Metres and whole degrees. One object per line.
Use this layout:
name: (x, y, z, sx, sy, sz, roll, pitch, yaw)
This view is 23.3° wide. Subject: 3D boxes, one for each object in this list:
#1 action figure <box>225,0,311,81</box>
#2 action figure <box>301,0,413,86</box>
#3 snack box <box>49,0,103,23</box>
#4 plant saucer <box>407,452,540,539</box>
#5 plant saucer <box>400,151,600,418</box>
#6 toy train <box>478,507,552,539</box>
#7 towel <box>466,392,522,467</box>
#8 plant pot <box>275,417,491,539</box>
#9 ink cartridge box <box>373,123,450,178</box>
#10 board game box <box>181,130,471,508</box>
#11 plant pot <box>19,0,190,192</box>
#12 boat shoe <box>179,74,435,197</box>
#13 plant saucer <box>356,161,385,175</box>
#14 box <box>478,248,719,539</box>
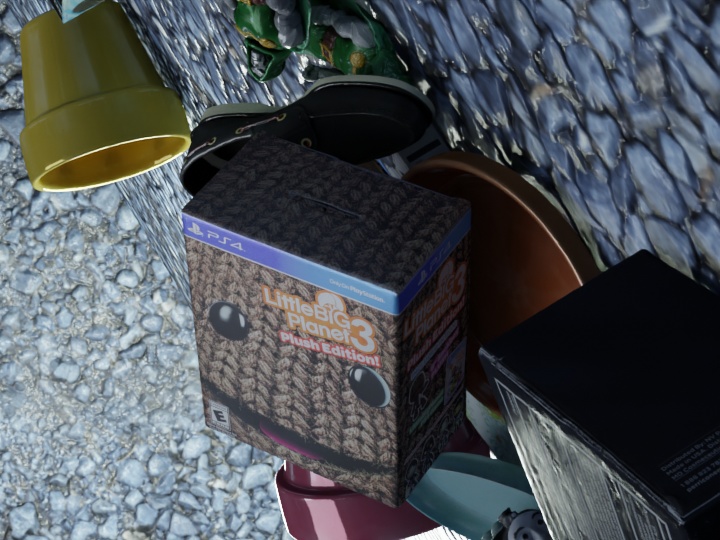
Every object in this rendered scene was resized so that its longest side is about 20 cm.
action figure: (-0.070, -0.208, 1.141, 0.118, 0.055, 0.200, 31, 145, 35)
action figure: (-0.025, -0.170, 1.233, 0.200, 0.055, 0.118, 42, 158, 43)
snack box: (-0.242, -0.300, 1.653, 0.037, 0.116, 0.200, 58, 169, 0)
plant saucer: (0.124, 0.192, 1.394, 0.200, 0.027, 0.200, 20, 160, 8)
plant saucer: (0.095, 0.013, 1.131, 0.200, 0.032, 0.201, 37, 145, 33)
toy train: (0.133, 0.247, 1.352, 0.114, 0.085, 0.200, 46, 160, 12)
towel: (0.098, 0.080, 1.378, 0.200, 0.048, 0.171, 54, 168, 20)
plant pot: (0.009, 0.132, 1.590, 0.200, 0.200, 0.179, -155, 50, -70)
ink cartridge box: (0.074, -0.019, 1.236, 0.200, 0.039, 0.099, 55, 168, 12)
board game box: (-0.020, 0.033, 1.151, 0.159, 0.097, 0.200, 20, 136, 23)
plant pot: (-0.323, -0.215, 2.094, 0.201, 0.200, 0.189, 130, 123, -79)
boat shoe: (-0.038, -0.084, 1.188, 0.201, 0.063, 0.074, -7, 139, 36)
plant saucer: (-0.010, 0.000, 1.316, 0.200, 0.034, 0.201, 44, 142, 49)
box: (0.183, 0.124, 0.919, 0.198, 0.123, 0.200, 39, 157, 56)
